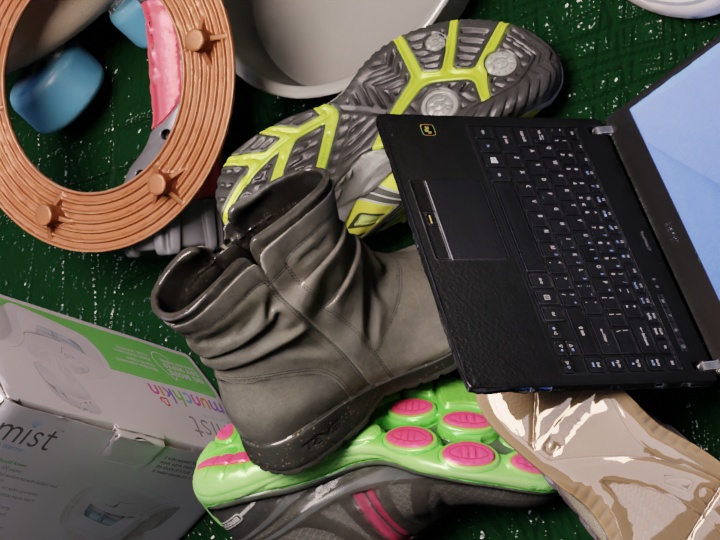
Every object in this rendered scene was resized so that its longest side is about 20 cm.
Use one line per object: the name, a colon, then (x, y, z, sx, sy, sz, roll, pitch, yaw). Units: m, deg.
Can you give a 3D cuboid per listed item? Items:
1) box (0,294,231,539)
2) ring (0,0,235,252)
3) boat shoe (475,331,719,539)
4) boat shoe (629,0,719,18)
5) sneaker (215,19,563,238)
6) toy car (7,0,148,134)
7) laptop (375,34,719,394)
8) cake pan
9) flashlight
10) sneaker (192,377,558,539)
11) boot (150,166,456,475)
box: (-0.191, 0.117, 0.947, 0.177, 0.199, 0.097, -48, 54, 15)
ring: (-0.159, -0.111, 0.992, 0.199, 0.019, 0.202, 0, 91, 28)
boat shoe: (0.136, 0.106, 0.801, 0.200, 0.065, 0.072, 43, 97, 17)
boat shoe: (0.125, -0.205, 0.900, 0.072, 0.068, 0.200, -46, 55, 16)
sneaker: (0.019, -0.069, 0.939, 0.199, 0.076, 0.076, -25, 58, 7)
toy car: (-0.214, -0.231, 1.121, 0.176, 0.184, 0.201, -36, 29, 21)
laptop: (0.130, -0.043, 0.805, 0.104, 0.198, 0.178, 109, 153, -44)
cake pan: (-0.006, -0.192, 1.011, 0.199, 0.037, 0.202, -12, 69, 32)
flashlight: (-0.116, -0.110, 1.013, 0.068, 0.067, 0.202, -5, 93, 39)
sneaker: (0.014, 0.110, 0.891, 0.198, 0.084, 0.077, -6, 32, 21)
boot: (0.000, 0.000, 0.847, 0.200, 0.131, 0.068, -38, 40, -19)
